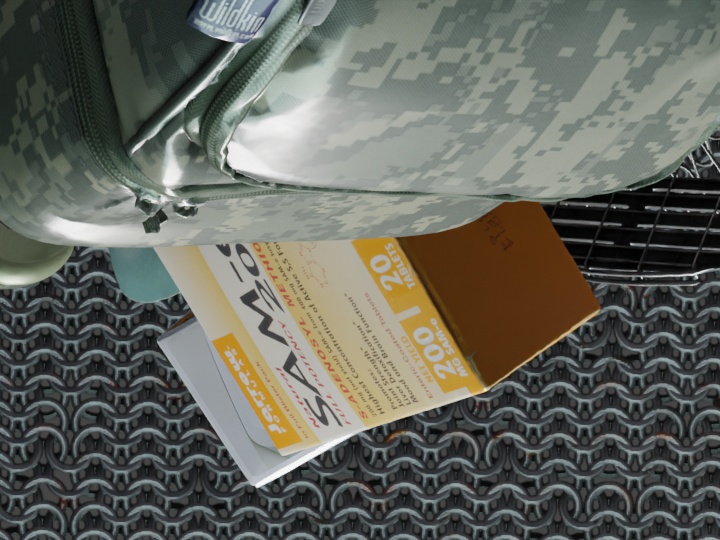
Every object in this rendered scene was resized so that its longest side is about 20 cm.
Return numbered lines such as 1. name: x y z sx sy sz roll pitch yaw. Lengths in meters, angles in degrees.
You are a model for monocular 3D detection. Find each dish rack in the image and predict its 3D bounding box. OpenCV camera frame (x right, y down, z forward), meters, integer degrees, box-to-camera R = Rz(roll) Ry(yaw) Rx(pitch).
1. dish rack: 0.157 -0.068 1.243 0.153 0.200 0.055 3 144 36

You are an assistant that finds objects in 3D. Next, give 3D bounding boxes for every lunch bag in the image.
1. lunch bag: 0.008 -0.086 0.674 0.200 0.140 0.168 -2 167 -40

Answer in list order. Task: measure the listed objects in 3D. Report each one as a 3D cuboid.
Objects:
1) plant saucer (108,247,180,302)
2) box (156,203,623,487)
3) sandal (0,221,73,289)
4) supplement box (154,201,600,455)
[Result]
1. plant saucer: -0.080 -0.073 1.478 0.036 0.200 0.200 40 164 -24
2. box: 0.022 0.003 1.359 0.176 0.097 0.200 -32 -174 27
3. sandal: -0.181 -0.081 1.057 0.080 0.201 0.057 -49 -172 -34
4. supplement box: 0.000 0.000 1.160 0.074 0.126 0.200 -33 -176 -29
